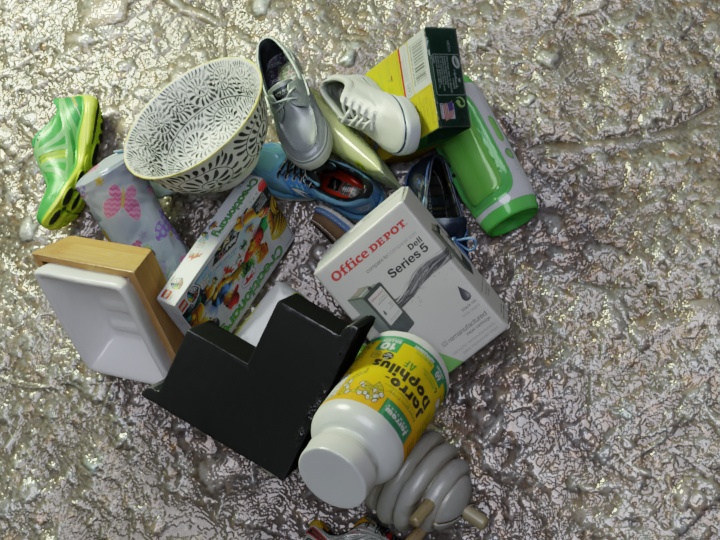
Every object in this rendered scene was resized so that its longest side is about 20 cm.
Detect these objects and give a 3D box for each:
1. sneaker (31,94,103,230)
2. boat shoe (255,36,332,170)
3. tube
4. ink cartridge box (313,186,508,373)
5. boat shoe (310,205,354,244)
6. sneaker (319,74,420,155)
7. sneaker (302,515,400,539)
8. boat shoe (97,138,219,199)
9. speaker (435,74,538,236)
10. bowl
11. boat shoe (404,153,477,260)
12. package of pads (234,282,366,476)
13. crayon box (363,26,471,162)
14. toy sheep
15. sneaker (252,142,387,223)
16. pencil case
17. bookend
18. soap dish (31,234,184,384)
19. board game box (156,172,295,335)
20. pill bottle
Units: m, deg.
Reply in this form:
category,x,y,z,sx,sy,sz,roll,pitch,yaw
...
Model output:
category,x,y,z,sx,sy,sz,roll,pitch,yaw
sneaker,-0.407,-0.146,1.550,0.083,0.074,0.202,7,67,6
boat shoe,-0.095,-0.219,1.468,0.070,0.072,0.202,-28,58,11
tube,-0.020,-0.168,1.489,0.058,0.052,0.200,-22,52,-38
ink cartridge box,0.061,0.024,1.375,0.145,0.084,0.200,-39,99,15
boat shoe,0.000,0.000,1.458,0.200,0.072,0.072,43,88,14
sneaker,0.008,-0.195,1.437,0.070,0.200,0.074,-4,115,-26
sneaker,0.022,0.336,1.367,0.198,0.078,0.083,2,76,7
boat shoe,-0.253,-0.139,1.524,0.200,0.086,0.075,-14,98,0
speaker,0.152,-0.148,1.471,0.088,0.089,0.201,-25,74,0
bowl,-0.185,-0.160,1.416,0.199,0.094,0.202,-19,43,19
boat shoe,0.098,-0.052,1.448,0.083,0.069,0.202,-9,73,-28
package of pads,-0.104,0.134,1.440,0.154,0.068,0.201,37,83,13
crayon box,0.064,-0.216,1.457,0.050,0.200,0.128,-5,83,-26
toy sheep,0.064,0.251,1.356,0.199,0.138,0.138,34,82,18
sneaker,-0.060,-0.129,1.490,0.198,0.090,0.079,18,78,12
pencil case,-0.278,-0.053,1.457,0.090,0.083,0.201,-36,109,-16
bookend,-0.119,0.102,1.335,0.199,0.092,0.200,28,101,9
soap dish,-0.299,0.048,1.415,0.156,0.201,0.082,9,49,26
board game box,-0.164,-0.006,1.431,0.034,0.127,0.201,19,65,30
pill bottle,0.013,0.166,1.275,0.112,0.113,0.200,27,43,13
